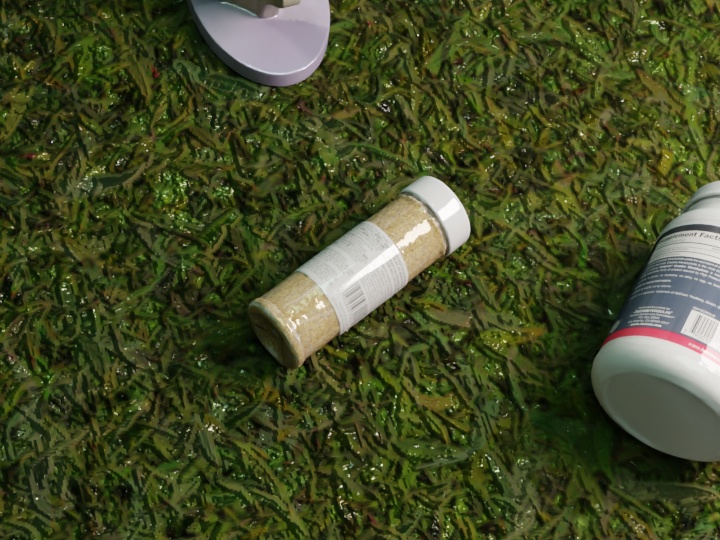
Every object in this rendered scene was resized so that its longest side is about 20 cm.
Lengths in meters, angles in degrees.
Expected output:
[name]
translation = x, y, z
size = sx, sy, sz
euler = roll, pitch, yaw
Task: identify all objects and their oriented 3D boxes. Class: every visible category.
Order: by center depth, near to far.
[supplement tub]
translation = 0.287, 0.041, 1.361
size = 0.140, 0.141, 0.201
euler = 28, 62, 10
[sprinkles bottle]
translation = 0.000, 0.000, 1.397
size = 0.199, 0.068, 0.068
euler = -36, 70, -22
[toy table]
translation = -0.093, -0.283, 1.521
size = 0.183, 0.117, 0.201
euler = -27, 66, -19
